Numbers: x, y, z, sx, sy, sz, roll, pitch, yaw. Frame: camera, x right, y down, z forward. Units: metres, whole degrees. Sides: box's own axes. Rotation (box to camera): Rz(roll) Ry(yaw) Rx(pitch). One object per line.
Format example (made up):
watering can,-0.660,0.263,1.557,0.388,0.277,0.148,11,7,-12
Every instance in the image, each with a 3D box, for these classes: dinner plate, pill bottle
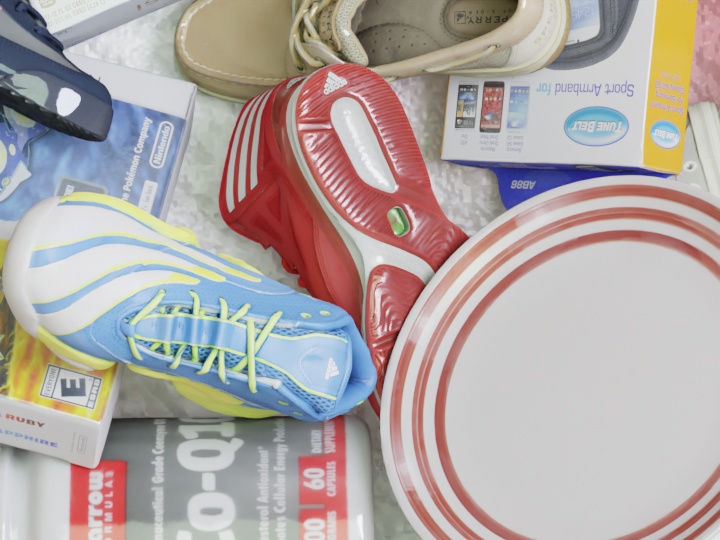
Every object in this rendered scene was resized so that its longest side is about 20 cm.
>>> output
dinner plate,0.102,0.051,1.308,0.199,0.024,0.201,-12,60,22
pill bottle,-0.094,0.125,1.392,0.198,0.114,0.115,-1,88,-3

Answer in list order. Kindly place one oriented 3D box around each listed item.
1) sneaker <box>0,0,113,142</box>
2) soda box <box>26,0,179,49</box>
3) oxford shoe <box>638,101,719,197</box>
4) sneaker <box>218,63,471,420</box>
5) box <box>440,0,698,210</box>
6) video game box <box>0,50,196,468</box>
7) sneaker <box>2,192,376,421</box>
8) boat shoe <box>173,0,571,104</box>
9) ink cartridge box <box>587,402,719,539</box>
sneaker,-0.184,-0.136,1.376,0.199,0.070,0.082,33,85,11
soda box,-0.072,-0.176,1.431,0.199,0.064,0.068,-23,87,-4
oxford shoe,0.161,0.005,1.395,0.057,0.075,0.201,-18,47,12
sneaker,0.000,0.000,1.414,0.078,0.115,0.201,-21,99,-26
box,0.101,-0.124,1.415,0.119,0.041,0.201,3,85,39
video game box,-0.184,-0.022,1.384,0.181,0.047,0.201,12,55,0
sneaker,-0.063,0.018,1.304,0.105,0.200,0.076,7,80,36
boat shoe,-0.004,-0.117,1.403,0.199,0.065,0.073,-1,85,22
ink cartridge box,0.173,0.162,1.370,0.125,0.200,0.129,37,87,17
